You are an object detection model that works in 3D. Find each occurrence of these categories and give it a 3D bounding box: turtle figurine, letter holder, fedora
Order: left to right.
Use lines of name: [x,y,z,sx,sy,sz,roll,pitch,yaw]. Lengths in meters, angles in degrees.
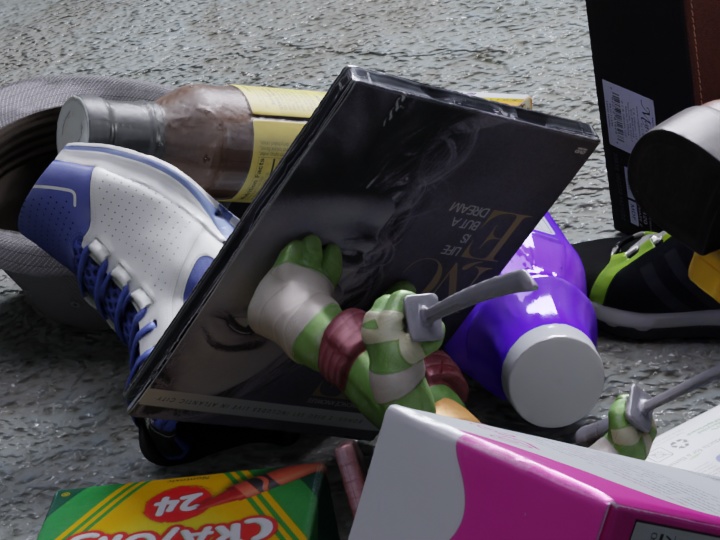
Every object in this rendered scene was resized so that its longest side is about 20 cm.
fedora: [-0.155,-0.030,1.321,0.199,0.091,0.177,10,41,26]
turtle figurine: [0.054,0.039,0.947,0.143,0.201,0.194,-11,34,-32]
letter holder: [0.210,-0.122,1.254,0.141,0.201,0.100,-20,25,-22]

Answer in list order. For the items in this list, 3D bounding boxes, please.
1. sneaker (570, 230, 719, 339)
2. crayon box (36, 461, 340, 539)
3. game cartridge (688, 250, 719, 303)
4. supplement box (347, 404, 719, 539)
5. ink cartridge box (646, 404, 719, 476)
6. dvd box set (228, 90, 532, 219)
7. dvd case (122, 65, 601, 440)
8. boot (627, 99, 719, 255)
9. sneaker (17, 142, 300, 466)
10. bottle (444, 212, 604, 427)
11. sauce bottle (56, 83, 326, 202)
sneaker: [0.184,-0.013,1.163,0.199,0.083,0.072,6,28,33]
crayon box: [-0.080,0.152,0.941,0.126,0.051,0.200,-7,24,7]
game cartridge: [0.270,0.019,1.001,0.176,0.033,0.200,-30,61,-36]
supplement box: [0.093,0.118,0.763,0.199,0.104,0.101,17,2,-44]
ink cartridge box: [0.185,0.111,0.943,0.094,0.037,0.200,-23,24,-27]
dvd box set: [0.005,-0.071,1.412,0.145,0.030,0.200,5,21,26]
dvd case: [0.000,0.000,1.034,0.148,0.200,0.016,9,39,-40]
boot: [0.235,-0.020,0.988,0.188,0.069,0.199,38,39,28]
sneaker: [-0.095,0.026,1.134,0.198,0.081,0.115,29,56,10]
bottle: [0.074,0.015,1.148,0.065,0.084,0.200,16,19,-16]
sauce bottle: [-0.066,-0.069,1.234,0.199,0.065,0.065,4,14,-32]
